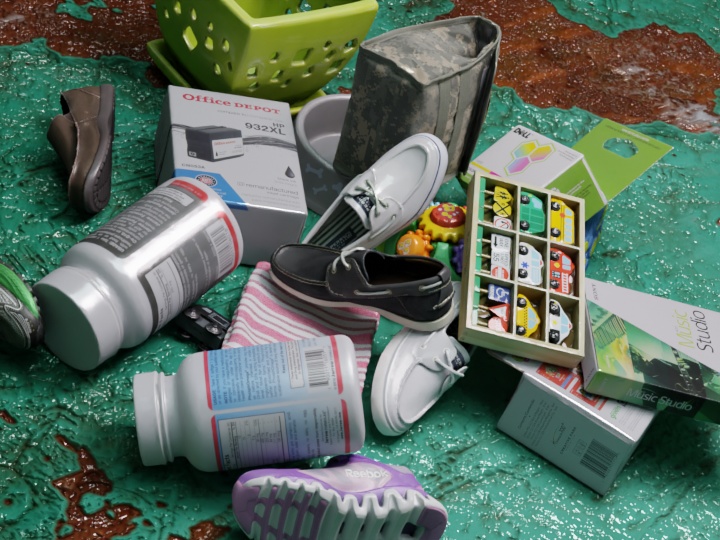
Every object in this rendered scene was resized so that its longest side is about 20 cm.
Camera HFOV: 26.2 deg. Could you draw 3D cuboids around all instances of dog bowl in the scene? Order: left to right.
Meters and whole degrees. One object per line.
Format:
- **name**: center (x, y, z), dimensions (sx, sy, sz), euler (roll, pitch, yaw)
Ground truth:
- **dog bowl**: center (0.002, -0.132, 1.807), dimensions (0.199, 0.059, 0.201), euler (13, 38, -11)

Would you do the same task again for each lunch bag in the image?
- **lunch bag**: center (0.081, -0.185, 1.725), dimensions (0.117, 0.165, 0.200), euler (34, 40, 25)

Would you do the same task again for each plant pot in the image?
- **plant pot**: center (-0.128, -0.282, 1.826), dimensions (0.198, 0.182, 0.200), euler (-16, 51, -38)

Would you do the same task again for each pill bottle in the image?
- **pill bottle**: center (-0.217, 0.003, 1.491), dimensions (0.114, 0.114, 0.200), euler (35, 49, 18)
- **pill bottle**: center (-0.100, 0.122, 1.389), dimensions (0.199, 0.109, 0.109), euler (-7, 42, -4)

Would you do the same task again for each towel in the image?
- **towel**: center (-0.056, 0.063, 1.533), dimensions (0.146, 0.030, 0.200), euler (22, 26, -4)

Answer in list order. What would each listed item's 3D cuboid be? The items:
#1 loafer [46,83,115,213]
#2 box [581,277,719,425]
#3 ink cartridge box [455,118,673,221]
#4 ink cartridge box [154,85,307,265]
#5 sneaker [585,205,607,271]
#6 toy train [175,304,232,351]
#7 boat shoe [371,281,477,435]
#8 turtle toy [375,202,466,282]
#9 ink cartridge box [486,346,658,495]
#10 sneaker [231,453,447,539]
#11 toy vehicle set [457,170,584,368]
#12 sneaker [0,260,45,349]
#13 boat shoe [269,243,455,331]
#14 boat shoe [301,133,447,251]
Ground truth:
- **loafer**: center (-0.303, -0.130, 1.666), dimensions (0.071, 0.073, 0.200), euler (2, 36, -7)
- **box**: center (0.316, 0.086, 1.572), dimensions (0.199, 0.036, 0.145), euler (13, 38, -11)
- **ink cartridge box**: center (0.231, -0.123, 1.767), dimensions (0.200, 0.076, 0.148), euler (-39, 30, -8)
- **ink cartridge box**: center (-0.144, -0.104, 1.685), dimensions (0.144, 0.084, 0.200), euler (7, 40, -16)
- **sneaker**: center (0.229, -0.036, 1.797), dimensions (0.082, 0.071, 0.200), euler (14, 35, 16)
- **toy train**: center (-0.095, 0.093, 1.516), dimensions (0.200, 0.034, 0.046), euler (33, 29, 16)
- **boat shoe**: center (0.078, 0.086, 1.540), dimensions (0.068, 0.072, 0.200), euler (-6, 31, 39)
- **turtle toy**: center (0.113, -0.020, 1.666), dimensions (0.199, 0.101, 0.146), euler (8, 38, 5)
- **ink cartridge box**: center (0.230, 0.107, 1.603), dimensions (0.175, 0.084, 0.200), euler (32, 39, 13)
- **sneaker**: center (-0.024, 0.203, 1.387), dimensions (0.199, 0.081, 0.089), euler (9, 32, -22)
- **toy vehicle set**: center (0.166, -0.003, 1.574), dimensions (0.124, 0.027, 0.201), euler (13, 54, -10)
- **sneaker**: center (-0.382, 0.030, 1.437), dimensions (0.199, 0.078, 0.085), euler (21, 44, 15)
- **boat shoe**: center (0.000, 0.000, 1.549), dimensions (0.199, 0.068, 0.072), euler (14, 49, 21)
- **boat shoe**: center (0.012, -0.062, 1.615), dimensions (0.074, 0.200, 0.067), euler (45, 14, 18)
